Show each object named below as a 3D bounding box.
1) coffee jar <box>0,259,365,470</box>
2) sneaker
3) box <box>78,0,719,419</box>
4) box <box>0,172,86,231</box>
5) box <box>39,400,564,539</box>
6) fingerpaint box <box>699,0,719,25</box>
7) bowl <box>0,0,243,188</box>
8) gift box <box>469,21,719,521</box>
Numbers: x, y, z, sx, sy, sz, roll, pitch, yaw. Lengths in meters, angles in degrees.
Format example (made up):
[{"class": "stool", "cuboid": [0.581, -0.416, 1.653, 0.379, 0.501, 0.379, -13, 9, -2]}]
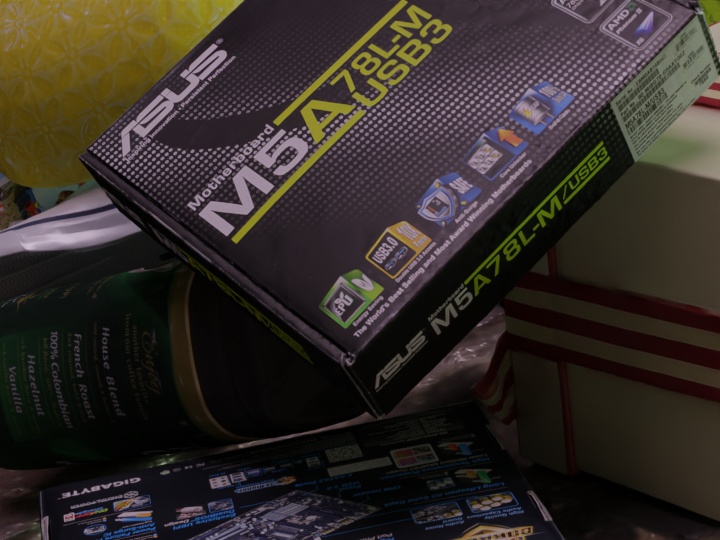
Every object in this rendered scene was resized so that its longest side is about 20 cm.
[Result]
[{"class": "coffee jar", "cuboid": [-0.085, 0.040, 0.912, 0.199, 0.086, 0.104, -12, -4, 40]}, {"class": "sneaker", "cuboid": [-0.125, -0.019, 1.018, 0.198, 0.073, 0.071, -17, 41, 13]}, {"class": "box", "cuboid": [0.012, -0.063, 0.816, 0.200, 0.048, 0.193, -44, 49, -10]}, {"class": "box", "cuboid": [-0.127, -0.045, 1.081, 0.199, 0.038, 0.137, -34, 61, 4]}, {"class": "box", "cuboid": [-0.027, 0.117, 0.801, 0.198, 0.046, 0.159, -11, 19, -8]}, {"class": "fingerpaint box", "cuboid": [0.231, -0.129, 1.067, 0.167, 0.200, 0.073, -43, 25, -5]}, {"class": "bowl", "cuboid": [-0.137, -0.150, 1.032, 0.199, 0.108, 0.201, -25, 33, 18]}, {"class": "gift box", "cuboid": [0.152, -0.005, 0.866, 0.199, 0.186, 0.186, -19, 24, -37]}]
